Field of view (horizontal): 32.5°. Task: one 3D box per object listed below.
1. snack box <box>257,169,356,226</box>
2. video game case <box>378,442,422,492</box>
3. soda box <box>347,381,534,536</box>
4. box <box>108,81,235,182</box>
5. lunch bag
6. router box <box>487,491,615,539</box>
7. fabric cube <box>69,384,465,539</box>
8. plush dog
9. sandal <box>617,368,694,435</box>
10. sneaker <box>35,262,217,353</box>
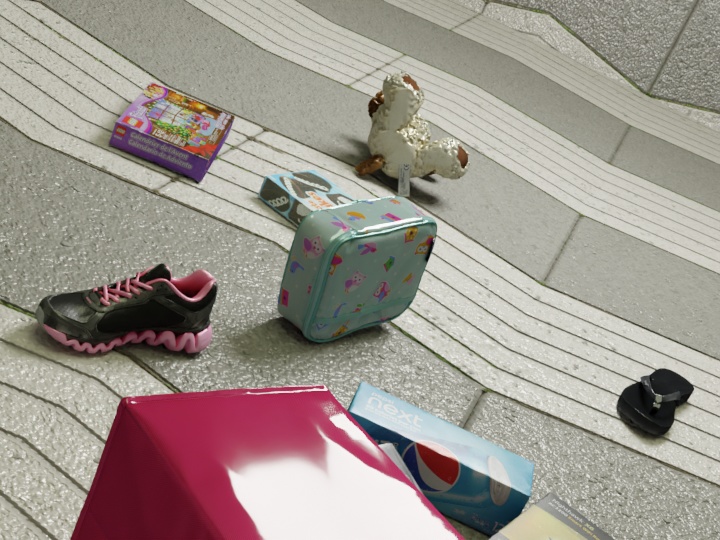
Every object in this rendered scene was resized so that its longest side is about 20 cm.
[{"bbox_3d":[-0.034,-0.072,1.720,0.200,0.037,0.116,37,27,25],"label":"snack box"},{"bbox_3d":[-0.011,0.229,1.117,0.200,0.019,0.143,-4,51,-43],"label":"video game case"},{"bbox_3d":[0.073,0.193,1.255,0.200,0.064,0.068,25,24,1],"label":"soda box"},{"bbox_3d":[-0.265,-0.201,1.763,0.137,0.039,0.200,22,25,-5],"label":"box"},{"bbox_3d":[0.000,0.000,1.468,0.200,0.160,0.077,-12,38,-45],"label":"lunch bag"},{"bbox_3d":[0.217,0.310,1.167,0.200,0.052,0.157,35,26,22],"label":"router box"},{"bbox_3d":[-0.077,0.223,0.897,0.196,0.200,0.199,-1,33,-42],"label":"fabric cube"},{"bbox_3d":[0.068,-0.208,2.011,0.200,0.160,0.172,53,9,-5],"label":"plush dog"},{"bbox_3d":[0.395,0.162,1.641,0.076,0.043,0.200,32,25,16],"label":"sandal"},{"bbox_3d":[-0.233,0.030,1.265,0.200,0.095,0.079,1,35,-39],"label":"sneaker"}]
